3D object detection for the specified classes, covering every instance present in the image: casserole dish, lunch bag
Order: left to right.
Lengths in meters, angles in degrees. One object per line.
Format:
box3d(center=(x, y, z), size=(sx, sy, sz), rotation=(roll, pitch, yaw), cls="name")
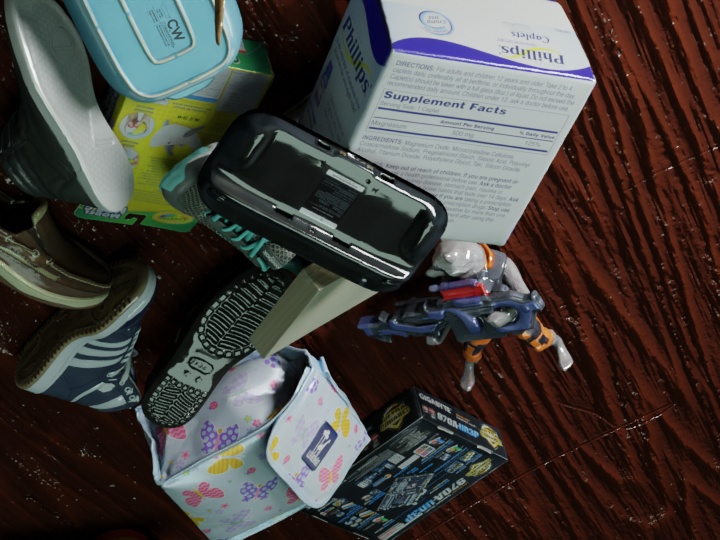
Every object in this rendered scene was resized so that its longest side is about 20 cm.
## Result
box3d(center=(-0.161, -0.209, 1.259), size=(0.121, 0.039, 0.201), rotation=(-24, 126, -1), cls="casserole dish")
box3d(center=(-0.103, 0.176, 1.705), size=(0.199, 0.128, 0.170), rotation=(-26, 142, 2), cls="lunch bag")

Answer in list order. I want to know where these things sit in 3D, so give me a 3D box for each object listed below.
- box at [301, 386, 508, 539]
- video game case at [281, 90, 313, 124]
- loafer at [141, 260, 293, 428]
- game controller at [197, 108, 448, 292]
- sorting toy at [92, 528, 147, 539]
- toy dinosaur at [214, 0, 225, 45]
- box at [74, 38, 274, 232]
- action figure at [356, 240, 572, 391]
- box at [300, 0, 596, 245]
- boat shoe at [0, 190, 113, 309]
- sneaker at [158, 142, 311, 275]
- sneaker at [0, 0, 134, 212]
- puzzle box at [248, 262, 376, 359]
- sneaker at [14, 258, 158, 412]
box3d(center=(0.041, 0.223, 1.869), size=(0.200, 0.046, 0.159), rotation=(-38, 136, 24), cls="box")
box3d(center=(0.020, -0.107, 1.493), size=(0.181, 0.023, 0.200), rotation=(-34, 138, 21), cls="video game case")
box3d(center=(-0.145, 0.058, 1.601), size=(0.073, 0.071, 0.200), rotation=(38, 102, -28), cls="loafer")
box3d(center=(-0.029, -0.054, 1.344), size=(0.199, 0.042, 0.105), rotation=(26, 116, -19), cls="game controller")
box3d(center=(-0.321, 0.373, 1.901), size=(0.197, 0.070, 0.201), rotation=(-3, 138, -16), cls="sorting toy")
box3d(center=(-0.134, -0.271, 1.192), size=(0.106, 0.060, 0.200), rotation=(-44, 98, 5), cls="toy dinosaur")
box3d(center=(-0.163, -0.114, 1.404), size=(0.117, 0.049, 0.200), rotation=(8, 132, -27), cls="box")
box3d(center=(0.105, 0.037, 1.664), size=(0.199, 0.105, 0.194), rotation=(-2, 138, 24), cls="action figure")
box3d(center=(0.064, -0.130, 1.382), size=(0.183, 0.105, 0.201), rotation=(5, 136, -22), cls="box")
box3d(center=(-0.290, -0.029, 1.440), size=(0.202, 0.075, 0.075), rotation=(24, 121, -38), cls="boat shoe")
box3d(center=(-0.088, -0.045, 1.413), size=(0.078, 0.092, 0.200), rotation=(-41, 149, 22), cls="sneaker")
box3d(center=(-0.261, -0.133, 1.328), size=(0.099, 0.071, 0.201), rotation=(0, 125, 32), cls="sneaker")
box3d(center=(0.000, 0.000, 1.495), size=(0.199, 0.025, 0.133), rotation=(-30, 167, -38), cls="puzzle box")
box3d(center=(-0.228, 0.065, 1.571), size=(0.108, 0.070, 0.200), rotation=(26, 131, -35), cls="sneaker")
